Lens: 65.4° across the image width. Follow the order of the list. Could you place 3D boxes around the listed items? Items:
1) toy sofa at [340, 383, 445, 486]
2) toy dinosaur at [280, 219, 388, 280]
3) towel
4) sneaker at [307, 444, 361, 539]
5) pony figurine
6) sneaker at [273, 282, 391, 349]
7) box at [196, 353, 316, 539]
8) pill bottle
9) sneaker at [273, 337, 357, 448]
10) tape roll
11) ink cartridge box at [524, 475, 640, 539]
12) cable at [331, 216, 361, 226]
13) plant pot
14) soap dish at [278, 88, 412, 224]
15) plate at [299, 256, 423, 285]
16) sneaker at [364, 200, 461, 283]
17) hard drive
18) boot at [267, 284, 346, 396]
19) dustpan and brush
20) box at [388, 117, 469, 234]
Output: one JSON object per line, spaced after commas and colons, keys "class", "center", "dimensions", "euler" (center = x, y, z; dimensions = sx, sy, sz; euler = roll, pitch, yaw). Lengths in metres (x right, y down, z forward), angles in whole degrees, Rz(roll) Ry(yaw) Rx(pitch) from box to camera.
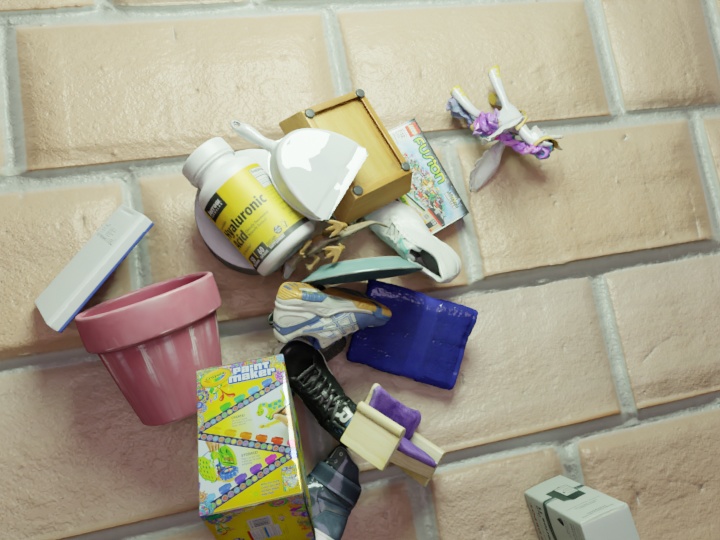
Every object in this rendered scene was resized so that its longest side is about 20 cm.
{"class": "toy sofa", "center": [0.063, 0.255, 0.856], "dimensions": [0.082, 0.200, 0.098], "euler": [26, 78, 35]}
{"class": "toy dinosaur", "center": [-0.039, -0.051, 0.861], "dimensions": [0.198, 0.106, 0.061], "euler": [-26, 98, -10]}
{"class": "towel", "center": [0.085, 0.107, 0.949], "dimensions": [0.197, 0.050, 0.150], "euler": [17, 97, -9]}
{"class": "sneaker", "center": [-0.094, 0.325, 0.885], "dimensions": [0.201, 0.077, 0.147], "euler": [30, 68, 4]}
{"class": "pony figurine", "center": [0.247, -0.257, 1.014], "dimensions": [0.192, 0.167, 0.201], "euler": [-31, 72, -21]}
{"class": "sneaker", "center": [-0.045, 0.074, 0.846], "dimensions": [0.198, 0.075, 0.089], "euler": [10, 101, -33]}
{"class": "box", "center": [-0.138, 0.258, 0.761], "dimensions": [0.120, 0.201, 0.194], "euler": [-10, 48, -7]}
{"class": "pill bottle", "center": [-0.172, -0.099, 0.850], "dimensions": [0.111, 0.111, 0.200], "euler": [-43, 90, -14]}
{"class": "sneaker", "center": [-0.048, 0.187, 0.848], "dimensions": [0.073, 0.111, 0.201], "euler": [-42, 125, -19]}
{"class": "tape roll", "center": [-0.173, -0.096, 0.940], "dimensions": [0.197, 0.066, 0.203], "euler": [2, 81, -11]}
{"class": "ink cartridge box", "center": [0.354, 0.426, 0.885], "dimensions": [0.082, 0.200, 0.148], "euler": [-17, 83, -9]}
{"class": "cable", "center": [-0.014, -0.161, 0.982], "dimensions": [0.097, 0.050, 0.202], "euler": [29, 68, -33]}
{"class": "plant pot", "center": [-0.289, 0.117, 0.830], "dimensions": [0.198, 0.200, 0.181], "euler": [-18, 99, -13]}
{"class": "soap dish", "center": [-0.017, -0.193, 0.923], "dimensions": [0.156, 0.081, 0.201], "euler": [-29, 84, -30]}
{"class": "plate", "center": [0.000, 0.000, 0.886], "dimensions": [0.197, 0.200, 0.026], "euler": [-6, 86, -11]}
{"class": "sneaker", "center": [0.080, -0.051, 0.946], "dimensions": [0.199, 0.088, 0.076], "euler": [38, 116, 13]}
{"class": "hard drive", "center": [-0.407, -0.011, 0.855], "dimensions": [0.201, 0.131, 0.025], "euler": [-54, 128, -13]}
{"class": "boot", "center": [-0.119, 0.117, 0.884], "dimensions": [0.200, 0.067, 0.132], "euler": [-40, 129, -20]}
{"class": "dustpan and brush", "center": [-0.106, -0.173, 0.833], "dimensions": [0.199, 0.057, 0.141], "euler": [33, 71, -8]}
{"class": "box", "center": [0.100, -0.162, 1.016], "dimensions": [0.109, 0.035, 0.202], "euler": [-30, 87, -14]}
